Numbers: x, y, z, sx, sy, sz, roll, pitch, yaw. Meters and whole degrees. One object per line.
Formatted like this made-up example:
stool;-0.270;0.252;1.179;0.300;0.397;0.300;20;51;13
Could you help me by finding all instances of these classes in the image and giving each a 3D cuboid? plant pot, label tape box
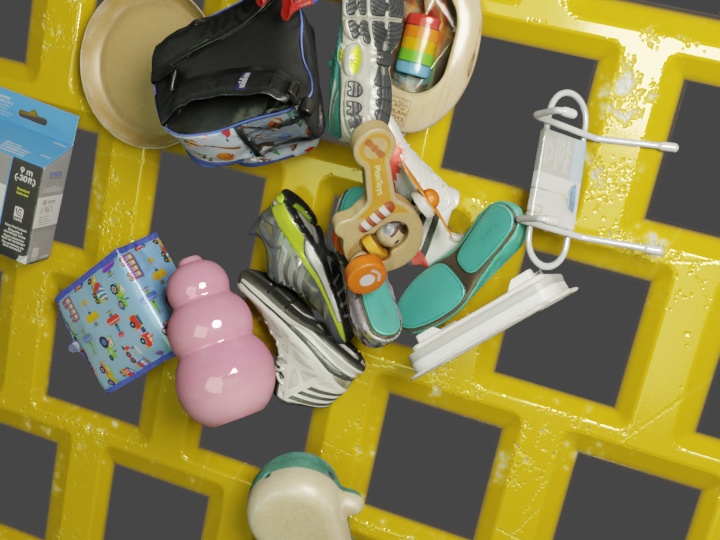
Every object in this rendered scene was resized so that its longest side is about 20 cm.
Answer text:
plant pot;-0.265;-0.259;1.007;0.195;0.027;0.206;2;100;14
label tape box;-0.475;-0.131;1.061;0.141;0.063;0.205;20;104;9

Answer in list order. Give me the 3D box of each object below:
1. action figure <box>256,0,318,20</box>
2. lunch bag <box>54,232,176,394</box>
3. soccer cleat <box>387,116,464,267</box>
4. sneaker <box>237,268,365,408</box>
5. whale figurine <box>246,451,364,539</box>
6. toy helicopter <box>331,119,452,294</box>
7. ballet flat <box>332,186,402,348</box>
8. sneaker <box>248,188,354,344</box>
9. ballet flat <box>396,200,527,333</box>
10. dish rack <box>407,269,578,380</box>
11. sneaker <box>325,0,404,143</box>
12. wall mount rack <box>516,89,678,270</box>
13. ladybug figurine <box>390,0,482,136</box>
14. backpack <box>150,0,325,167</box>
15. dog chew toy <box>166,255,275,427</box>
action figure;-0.027;-0.356;0.848;0.065;0.199;0.100;33;141;20
lunch bag;-0.324;0.069;1.053;0.197;0.094;0.153;-28;94;26
soccer cleat;0.070;-0.096;0.912;0.083;0.069;0.203;-17;118;5
sneaker;-0.100;0.099;1.000;0.200;0.076;0.116;41;104;2
whale figurine;-0.061;0.320;1.030;0.157;0.105;0.201;-33;115;16
toy helicopter;0.030;-0.075;0.838;0.129;0.080;0.203;-15;137;-6
ballet flat;0.000;0.000;0.951;0.071;0.072;0.205;-19;66;16
sneaker;-0.068;0.003;0.987;0.080;0.074;0.203;-30;85;26
ballet flat;0.124;0.004;0.923;0.200;0.070;0.068;-48;60;22
dish rack;0.145;0.054;0.887;0.198;0.171;0.044;-33;81;17
sneaker;-0.007;-0.241;0.851;0.076;0.079;0.206;8;91;-33
wall mount rack;0.258;-0.095;0.871;0.170;0.074;0.206;11;88;-27
ladybug figurine;0.070;-0.254;0.901;0.133;0.072;0.205;20;103;10
backpack;-0.138;-0.211;0.901;0.185;0.155;0.204;-11;61;5
dog chew toy;-0.179;0.082;0.957;0.122;0.124;0.205;-21;84;16
